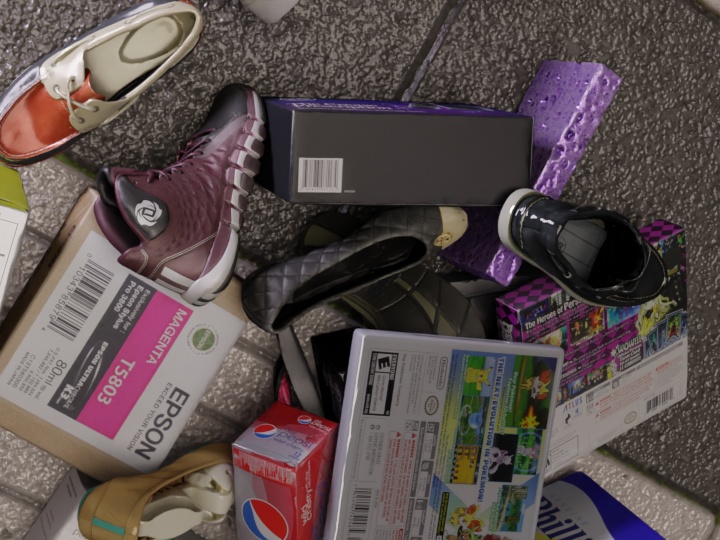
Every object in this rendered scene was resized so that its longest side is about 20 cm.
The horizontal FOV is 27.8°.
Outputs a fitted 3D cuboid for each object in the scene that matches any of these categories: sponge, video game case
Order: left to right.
[{"bbox_3d":[0.067,0.152,1.180,0.182,0.022,0.200,6,97,-20],"label":"video game case"},{"bbox_3d":[0.142,-0.086,1.243,0.030,0.112,0.200,30,90,-21],"label":"sponge"},{"bbox_3d":[0.209,0.071,1.283,0.200,0.036,0.181,-25,123,-28],"label":"video game case"}]

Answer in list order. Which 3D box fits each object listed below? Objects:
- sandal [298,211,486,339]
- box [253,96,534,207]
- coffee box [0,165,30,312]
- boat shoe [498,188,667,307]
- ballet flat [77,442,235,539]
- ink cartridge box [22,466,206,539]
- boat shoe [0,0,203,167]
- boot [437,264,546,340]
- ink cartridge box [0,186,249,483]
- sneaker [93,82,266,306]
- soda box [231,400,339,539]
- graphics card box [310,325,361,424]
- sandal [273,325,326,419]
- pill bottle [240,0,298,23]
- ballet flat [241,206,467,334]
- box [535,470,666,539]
[{"bbox_3d":[0.031,0.028,1.229,0.080,0.057,0.201,-39,71,-15],"label":"sandal"},{"bbox_3d":[0.022,-0.098,1.187,0.200,0.141,0.079,0,98,-18],"label":"box"},{"bbox_3d":[-0.364,0.004,1.052,0.200,0.200,0.198,15,97,-18],"label":"coffee box"},{"bbox_3d":[0.198,-0.012,1.177,0.199,0.066,0.075,30,83,-40],"label":"boat shoe"},{"bbox_3d":[-0.141,0.187,1.163,0.200,0.063,0.069,-13,117,-57],"label":"ballet flat"},{"bbox_3d":[-0.230,0.288,1.210,0.146,0.084,0.200,34,88,-20],"label":"ink cartridge box"},{"bbox_3d":[-0.209,-0.149,1.147,0.200,0.063,0.071,-36,110,-7],"label":"boat shoe"},{"bbox_3d":[0.126,0.100,1.296,0.165,0.066,0.200,-5,99,-9],"label":"boot"},{"bbox_3d":[-0.201,0.059,1.182,0.165,0.075,0.200,31,89,-19],"label":"ink cartridge box"},{"bbox_3d":[-0.144,-0.079,1.132,0.115,0.076,0.200,22,56,-23],"label":"sneaker"},{"bbox_3d":[-0.060,0.212,1.214,0.070,0.063,0.200,-42,142,-47],"label":"soda box"},{"bbox_3d":[0.008,0.158,1.238,0.051,0.125,0.200,-12,105,-10],"label":"graphics card box"},{"bbox_3d":[-0.060,0.106,1.240,0.045,0.075,0.200,-20,98,-8],"label":"sandal"},{"bbox_3d":[-0.123,-0.284,1.122,0.200,0.111,0.111,37,88,-20],"label":"pill bottle"},{"bbox_3d":[0.000,0.000,1.168,0.200,0.057,0.066,-24,141,-13],"label":"ballet flat"},{"bbox_3d":[0.161,0.287,1.277,0.200,0.184,0.105,-22,111,-13],"label":"box"}]
